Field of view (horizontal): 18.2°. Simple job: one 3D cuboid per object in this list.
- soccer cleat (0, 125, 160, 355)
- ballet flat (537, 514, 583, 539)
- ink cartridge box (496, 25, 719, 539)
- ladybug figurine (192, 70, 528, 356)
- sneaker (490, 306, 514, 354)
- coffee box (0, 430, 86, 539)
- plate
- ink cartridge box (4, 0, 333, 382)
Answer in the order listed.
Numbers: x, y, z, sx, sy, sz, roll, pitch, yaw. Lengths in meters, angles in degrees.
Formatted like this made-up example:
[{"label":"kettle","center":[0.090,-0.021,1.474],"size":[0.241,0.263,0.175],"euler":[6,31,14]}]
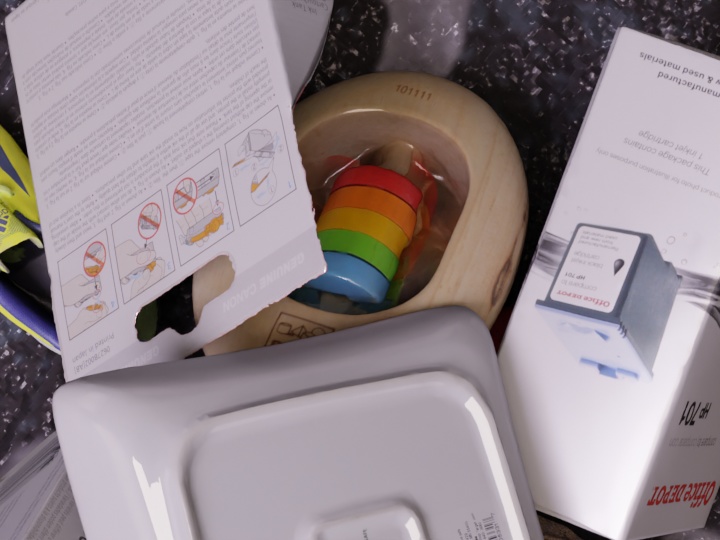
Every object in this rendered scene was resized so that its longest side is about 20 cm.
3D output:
[{"label":"soccer cleat","center":[-0.170,-0.030,0.992],"size":[0.200,0.084,0.065],"euler":[39,94,-6]},{"label":"ballet flat","center":[0.091,0.145,1.001],"size":[0.200,0.067,0.068],"euler":[12,91,-27]},{"label":"ink cartridge box","center":[0.130,0.009,0.974],"size":[0.086,0.146,0.201],"euler":[20,95,22]},{"label":"ladybug figurine","center":[0.000,0.000,0.977],"size":[0.135,0.072,0.200],"euler":[18,54,14]},{"label":"sneaker","center":[-0.017,0.061,1.018],"size":[0.200,0.071,0.113],"euler":[-42,100,4]},{"label":"coffee box","center":[-0.117,0.202,0.933],"size":[0.200,0.200,0.198],"euler":[-39,100,21]},{"label":"plate","center":[0.000,0.118,0.848],"size":[0.200,0.032,0.200],"euler":[-10,79,-34]},{"label":"ink cartridge box","center":[-0.072,-0.055,0.929],"size":[0.161,0.050,0.200],"euler":[-32,63,37]}]
